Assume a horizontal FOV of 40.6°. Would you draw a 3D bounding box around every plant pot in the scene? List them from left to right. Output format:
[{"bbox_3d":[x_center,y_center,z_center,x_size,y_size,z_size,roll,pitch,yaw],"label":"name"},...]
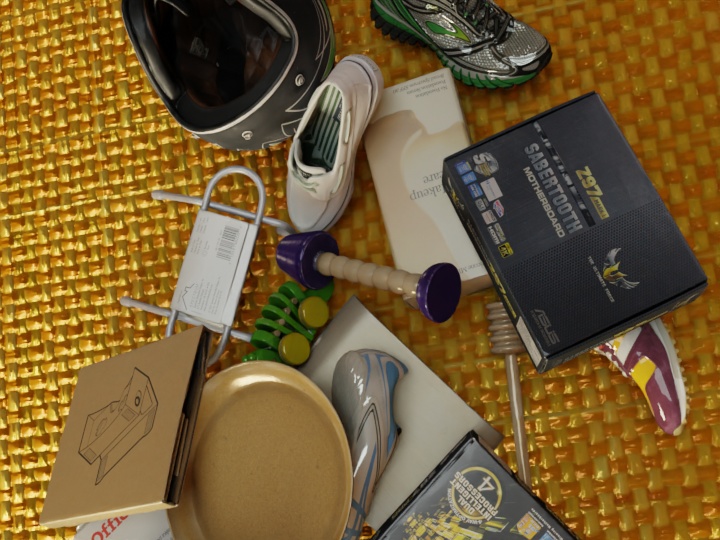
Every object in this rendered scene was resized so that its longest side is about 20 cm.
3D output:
[{"bbox_3d":[-0.086,0.181,0.841,0.196,0.027,0.205,-6,79,28],"label":"plant pot"}]

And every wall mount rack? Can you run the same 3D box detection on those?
[{"bbox_3d":[-0.162,-0.007,0.977,0.170,0.075,0.204,15,85,12],"label":"wall mount rack"}]

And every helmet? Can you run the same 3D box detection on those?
[{"bbox_3d":[-0.114,-0.217,0.933,0.198,0.201,0.193,-30,111,7],"label":"helmet"}]

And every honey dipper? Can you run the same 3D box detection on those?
[{"bbox_3d":[0.143,0.131,0.900,0.037,0.038,0.205,-6,83,12],"label":"honey dipper"}]

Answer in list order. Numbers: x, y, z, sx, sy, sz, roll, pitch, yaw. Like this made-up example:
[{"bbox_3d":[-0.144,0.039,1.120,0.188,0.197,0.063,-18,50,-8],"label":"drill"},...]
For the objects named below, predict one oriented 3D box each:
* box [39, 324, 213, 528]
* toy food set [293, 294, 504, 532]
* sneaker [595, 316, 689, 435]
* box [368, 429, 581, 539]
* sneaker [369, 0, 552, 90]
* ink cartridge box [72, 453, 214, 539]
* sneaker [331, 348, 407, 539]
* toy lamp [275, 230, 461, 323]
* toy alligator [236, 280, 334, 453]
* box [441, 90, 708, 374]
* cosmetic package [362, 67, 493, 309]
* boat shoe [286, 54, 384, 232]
[{"bbox_3d":[-0.220,0.148,0.909,0.198,0.021,0.167,-20,52,39],"label":"box"},{"bbox_3d":[0.019,0.144,0.920,0.199,0.060,0.144,42,92,8],"label":"toy food set"},{"bbox_3d":[0.226,0.057,0.872,0.088,0.075,0.204,-19,68,7],"label":"sneaker"},{"bbox_3d":[0.114,0.270,0.855,0.200,0.049,0.161,45,95,3],"label":"box"},{"bbox_3d":[0.093,-0.243,0.932,0.197,0.086,0.078,29,60,15],"label":"sneaker"},{"bbox_3d":[-0.153,0.277,0.919,0.144,0.084,0.201,-43,75,4],"label":"ink cartridge box"},{"bbox_3d":[0.001,0.171,0.859,0.071,0.072,0.205,8,96,-27],"label":"sneaker"},{"bbox_3d":[0.000,0.000,0.885,0.197,0.058,0.059,13,84,40],"label":"toy lamp"},{"bbox_3d":[-0.085,0.077,0.919,0.054,0.059,0.202,38,62,-19],"label":"toy alligator"},{"bbox_3d":[0.180,-0.036,0.839,0.155,0.051,0.203,-23,71,-6],"label":"box"},{"bbox_3d":[0.068,-0.076,0.929,0.103,0.071,0.204,-17,77,10],"label":"cosmetic package"},{"bbox_3d":[-0.041,-0.109,0.908,0.073,0.067,0.202,34,131,18],"label":"boat shoe"}]
